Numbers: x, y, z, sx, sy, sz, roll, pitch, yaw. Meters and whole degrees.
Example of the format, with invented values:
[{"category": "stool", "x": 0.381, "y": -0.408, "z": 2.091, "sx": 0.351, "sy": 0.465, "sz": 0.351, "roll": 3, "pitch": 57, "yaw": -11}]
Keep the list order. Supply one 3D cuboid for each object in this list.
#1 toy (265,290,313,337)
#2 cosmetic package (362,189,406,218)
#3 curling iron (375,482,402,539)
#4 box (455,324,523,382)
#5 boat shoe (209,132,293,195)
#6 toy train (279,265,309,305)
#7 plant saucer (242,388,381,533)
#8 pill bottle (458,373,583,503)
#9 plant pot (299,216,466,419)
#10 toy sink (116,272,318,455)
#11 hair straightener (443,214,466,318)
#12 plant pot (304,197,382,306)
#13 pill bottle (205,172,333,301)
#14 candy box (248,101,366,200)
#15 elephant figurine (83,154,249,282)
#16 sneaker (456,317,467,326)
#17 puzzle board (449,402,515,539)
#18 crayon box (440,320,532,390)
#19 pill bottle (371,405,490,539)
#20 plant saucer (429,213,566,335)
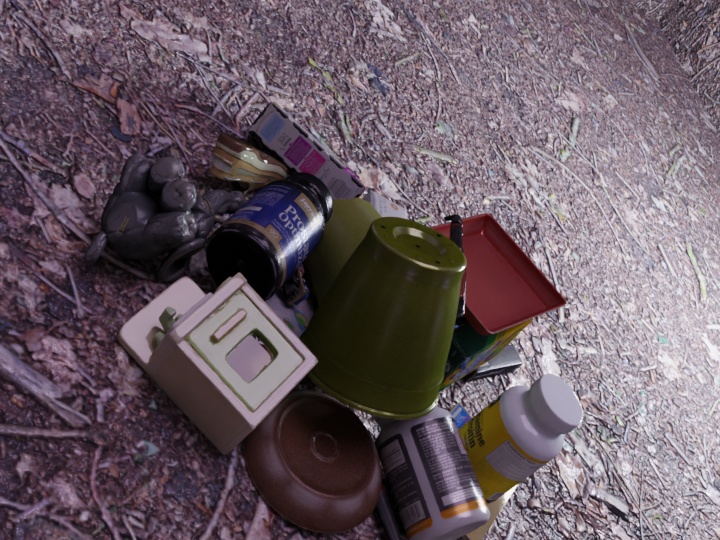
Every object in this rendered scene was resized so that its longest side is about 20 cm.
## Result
[{"category": "toy", "x": -0.111, "y": 0.070, "z": 1.372, "sx": 0.115, "sy": 0.047, "sz": 0.201, "roll": 42, "pitch": 15, "yaw": -28}, {"category": "cosmetic package", "x": 0.039, "y": -0.035, "z": 1.652, "sx": 0.082, "sy": 0.051, "sz": 0.202, "roll": 27, "pitch": 39, "yaw": -28}, {"category": "curling iron", "x": 0.015, "y": 0.295, "z": 1.315, "sx": 0.049, "sy": 0.026, "sz": 0.202, "roll": -3, "pitch": 58, "yaw": -42}, {"category": "box", "x": 0.180, "y": 0.086, "z": 1.697, "sx": 0.142, "sy": 0.036, "sz": 0.202, "roll": -4, "pitch": 61, "yaw": -49}, {"category": "boat shoe", "x": -0.172, "y": -0.149, "z": 1.526, "sx": 0.071, "sy": 0.077, "sz": 0.199, "roll": 30, "pitch": 5, "yaw": 25}, {"category": "toy train", "x": -0.102, "y": -0.008, "z": 1.443, "sx": 0.046, "sy": 0.034, "sz": 0.201, "roll": 53, "pitch": 10, "yaw": -29}, {"category": "plant saucer", "x": -0.051, "y": 0.228, "z": 1.272, "sx": 0.197, "sy": 0.037, "sz": 0.203, "roll": 21, "pitch": 43, "yaw": -20}, {"category": "pill bottle", "x": 0.213, "y": 0.232, "z": 1.409, "sx": 0.111, "sy": 0.200, "sz": 0.113, "roll": 28, "pitch": 36, "yaw": -23}, {"category": "plant pot", "x": 0.042, "y": 0.047, "z": 1.268, "sx": 0.197, "sy": 0.196, "sz": 0.201, "roll": 19, "pitch": 24, "yaw": -9}, {"category": "toy sink", "x": -0.171, "y": 0.091, "z": 1.207, "sx": 0.200, "sy": 0.112, "sz": 0.130, "roll": 47, "pitch": 52, "yaw": 1}, {"category": "hair straightener", "x": 0.127, "y": -0.004, "z": 1.410, "sx": 0.040, "sy": 0.078, "sz": 0.202, "roll": -2, "pitch": 41, "yaw": 4}, {"category": "plant pot", "x": 0.000, "y": 0.000, "z": 1.473, "sx": 0.198, "sy": 0.202, "sz": 0.185, "roll": 11, "pitch": 36, "yaw": -41}, {"category": "pill bottle", "x": -0.114, "y": -0.052, "z": 1.355, "sx": 0.112, "sy": 0.112, "sz": 0.200, "roll": 43, "pitch": 39, "yaw": -4}, {"category": "candy box", "x": -0.084, "y": -0.181, "z": 1.610, "sx": 0.199, "sy": 0.061, "sz": 0.136, "roll": 41, "pitch": 5, "yaw": -9}, {"category": "elephant figurine", "x": -0.243, "y": -0.057, "z": 1.310, "sx": 0.200, "sy": 0.152, "sz": 0.145, "roll": 57, "pitch": 36, "yaw": -74}, {"category": "sneaker", "x": 0.115, "y": 0.005, "z": 1.619, "sx": 0.200, "sy": 0.078, "sz": 0.090, "roll": 47, "pitch": 10, "yaw": -28}, {"category": "puzzle board", "x": 0.151, "y": 0.295, "z": 1.473, "sx": 0.151, "sy": 0.017, "sz": 0.200, "roll": 49, "pitch": 33, "yaw": 5}, {"category": "crayon box", "x": 0.181, "y": 0.110, "z": 1.552, "sx": 0.198, "sy": 0.126, "sz": 0.052, "roll": -26, "pitch": 72, "yaw": -39}, {"category": "pill bottle", "x": 0.086, "y": 0.254, "z": 1.337, "sx": 0.115, "sy": 0.116, "sz": 0.203, "roll": 3, "pitch": 59, "yaw": -46}, {"category": "plant saucer", "x": 0.186, "y": 0.009, "z": 1.515, "sx": 0.198, "sy": 0.037, "sz": 0.200, "roll": -14, "pitch": 57, "yaw": -44}]
